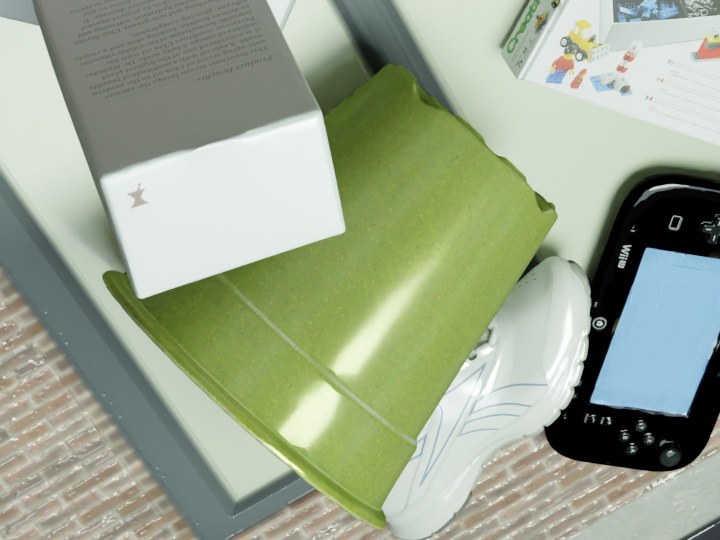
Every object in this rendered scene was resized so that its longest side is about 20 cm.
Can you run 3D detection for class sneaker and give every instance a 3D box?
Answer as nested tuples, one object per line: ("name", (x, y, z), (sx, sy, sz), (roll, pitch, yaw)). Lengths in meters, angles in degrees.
("sneaker", (0.056, 0.069, 1.708), (0.087, 0.075, 0.200), (29, 111, -29))

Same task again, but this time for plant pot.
("plant pot", (0.000, 0.000, 1.578), (0.190, 0.200, 0.200), (-48, 127, 3))

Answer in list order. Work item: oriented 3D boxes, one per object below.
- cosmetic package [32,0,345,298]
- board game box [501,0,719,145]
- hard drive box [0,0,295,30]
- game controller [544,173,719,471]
("cosmetic package", (-0.084, -0.084, 1.362), (0.101, 0.200, 0.072), (-17, 129, -5))
("board game box", (0.190, -0.136, 1.628), (0.199, 0.035, 0.127), (16, 117, -29))
("hard drive box", (-0.087, -0.210, 1.448), (0.155, 0.077, 0.201), (10, 121, -26))
("game controller", (0.176, 0.032, 1.742), (0.104, 0.042, 0.201), (3, 123, -22))
